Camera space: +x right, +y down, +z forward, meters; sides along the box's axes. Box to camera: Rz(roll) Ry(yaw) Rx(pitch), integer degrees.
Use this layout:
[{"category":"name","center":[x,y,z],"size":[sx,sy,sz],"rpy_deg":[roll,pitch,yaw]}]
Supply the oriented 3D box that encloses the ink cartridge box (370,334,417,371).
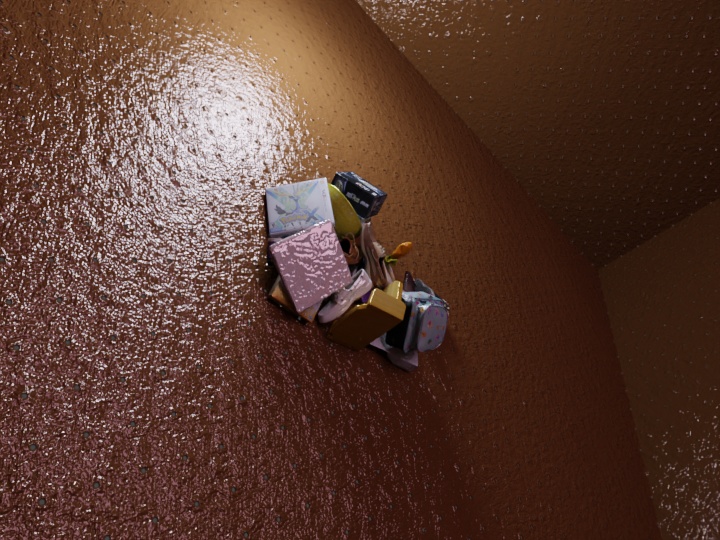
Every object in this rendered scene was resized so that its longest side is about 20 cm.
[{"category":"ink cartridge box","center":[0.096,0.214,1.710],"size":[0.196,0.050,0.166],"rpy_deg":[25,44,-22]}]

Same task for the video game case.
[{"category":"video game case","center":[-0.184,-0.191,1.608],"size":[0.193,0.022,0.187],"rpy_deg":[-11,56,-3]}]

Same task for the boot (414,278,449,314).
[{"category":"boot","center":[0.263,0.123,1.914],"size":[0.150,0.074,0.201],"rpy_deg":[39,8,-26]}]

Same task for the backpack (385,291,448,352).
[{"category":"backpack","center":[0.187,0.158,1.659],"size":[0.197,0.150,0.183],"rpy_deg":[-3,104,-55]}]

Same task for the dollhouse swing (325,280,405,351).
[{"category":"dollhouse swing","center":[0.016,0.101,1.561],"size":[0.179,0.199,0.180],"rpy_deg":[27,43,-32]}]

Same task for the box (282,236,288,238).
[{"category":"box","center":[-0.144,-0.080,1.656],"size":[0.198,0.049,0.084],"rpy_deg":[38,37,-23]}]

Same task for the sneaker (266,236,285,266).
[{"category":"sneaker","center":[-0.200,-0.029,1.549],"size":[0.197,0.074,0.091],"rpy_deg":[19,75,-50]}]

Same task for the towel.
[{"category":"towel","center":[-0.131,-0.014,1.461],"size":[0.196,0.032,0.197],"rpy_deg":[-27,100,-28]}]

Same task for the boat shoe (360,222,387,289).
[{"category":"boat shoe","center":[0.048,-0.047,1.679],"size":[0.075,0.071,0.208],"rpy_deg":[2,80,-69]}]

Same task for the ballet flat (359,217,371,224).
[{"category":"ballet flat","center":[0.002,-0.168,1.888],"size":[0.069,0.067,0.201],"rpy_deg":[51,34,-9]}]

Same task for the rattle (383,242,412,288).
[{"category":"rattle","center":[0.126,0.015,1.805],"size":[0.202,0.138,0.134],"rpy_deg":[-98,175,-56]}]

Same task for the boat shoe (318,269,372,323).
[{"category":"boat shoe","center":[-0.054,0.070,1.550],"size":[0.199,0.070,0.071],"rpy_deg":[-40,117,-21]}]

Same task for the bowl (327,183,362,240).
[{"category":"bowl","center":[-0.094,-0.163,1.714],"size":[0.107,0.200,0.202],"rpy_deg":[-39,92,-14]}]

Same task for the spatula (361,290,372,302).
[{"category":"spatula","center":[0.041,0.058,1.751],"size":[0.199,0.020,0.059],"rpy_deg":[-26,111,-71]}]

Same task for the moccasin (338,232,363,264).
[{"category":"moccasin","center":[-0.047,-0.069,1.646],"size":[0.198,0.078,0.075],"rpy_deg":[12,40,-47]}]

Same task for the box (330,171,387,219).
[{"category":"box","center":[-0.009,-0.263,1.851],"size":[0.161,0.088,0.200],"rpy_deg":[33,17,8]}]

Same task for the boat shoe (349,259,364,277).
[{"category":"boat shoe","center":[0.000,0.000,1.738],"size":[0.061,0.075,0.203],"rpy_deg":[38,39,-17]}]

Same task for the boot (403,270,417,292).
[{"category":"boot","center":[0.149,0.071,1.808],"size":[0.202,0.070,0.171],"rpy_deg":[64,24,-49]}]

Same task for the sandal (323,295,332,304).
[{"category":"sandal","center":[-0.124,0.036,1.587],"size":[0.211,0.078,0.070],"rpy_deg":[44,1,-28]}]

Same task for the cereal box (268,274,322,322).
[{"category":"cereal box","center":[-0.151,0.019,1.488],"size":[0.142,0.039,0.205],"rpy_deg":[34,72,-24]}]
